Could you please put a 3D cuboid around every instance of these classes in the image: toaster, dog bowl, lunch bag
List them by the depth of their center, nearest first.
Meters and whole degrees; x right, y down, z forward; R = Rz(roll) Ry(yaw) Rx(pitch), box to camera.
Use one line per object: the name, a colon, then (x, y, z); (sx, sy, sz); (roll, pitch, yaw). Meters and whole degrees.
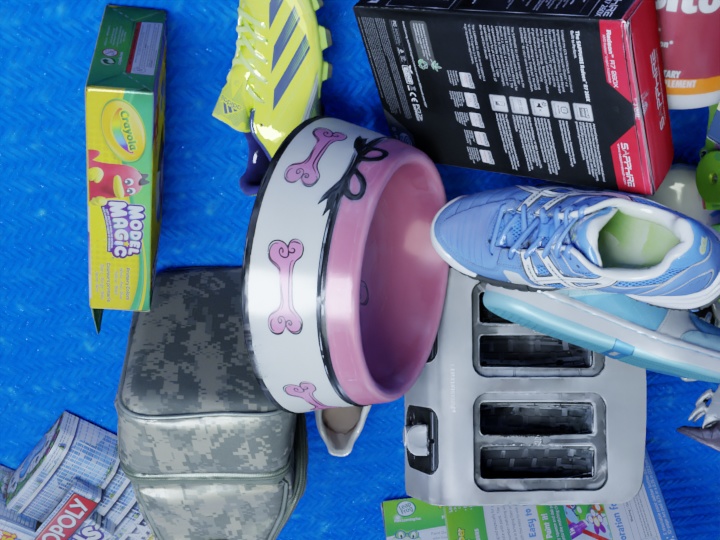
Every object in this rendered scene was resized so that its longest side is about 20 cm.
dog bowl: (0.000, 0.000, 0.733); (0.073, 0.201, 0.202); (6, 132, 24)
lunch bag: (-0.110, 0.113, 0.849); (0.137, 0.201, 0.170); (1, 122, -6)
toaster: (0.129, 0.091, 0.852); (0.196, 0.119, 0.184); (1, 86, -4)

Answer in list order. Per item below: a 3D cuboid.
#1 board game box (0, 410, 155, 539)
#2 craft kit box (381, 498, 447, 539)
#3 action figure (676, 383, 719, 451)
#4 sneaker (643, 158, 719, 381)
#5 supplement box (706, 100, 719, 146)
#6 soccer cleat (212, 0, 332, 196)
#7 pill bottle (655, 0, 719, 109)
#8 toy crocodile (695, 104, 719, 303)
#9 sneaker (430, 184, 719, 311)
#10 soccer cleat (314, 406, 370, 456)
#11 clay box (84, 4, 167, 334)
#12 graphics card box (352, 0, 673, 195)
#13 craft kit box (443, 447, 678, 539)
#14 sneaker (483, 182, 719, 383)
board game box: (-0.283, 0.229, 1.010); (0.198, 0.062, 0.200); (30, 120, -25)
craft kit box: (0.124, 0.289, 0.990); (0.196, 0.199, 0.049); (-6, 132, 2)
action figure: (0.331, 0.053, 0.876); (0.129, 0.069, 0.203); (19, 93, -47)
sneaker: (0.263, 0.003, 0.868); (0.071, 0.073, 0.202); (-12, 126, 8)
supplement box: (0.350, -0.151, 0.661); (0.198, 0.134, 0.202); (-19, 136, -34)
soccer cleat: (-0.063, -0.133, 0.740); (0.082, 0.065, 0.202); (-17, 131, -12)
pill bottle: (0.200, -0.212, 0.672); (0.111, 0.114, 0.202); (-3, 127, -1)
toy crocodile: (0.280, -0.030, 0.800); (0.067, 0.062, 0.204); (-8, 89, -27)
sneaker: (0.134, -0.025, 0.695); (0.197, 0.077, 0.077); (5, 168, 27)
soccer cleat: (-0.012, 0.063, 0.891); (0.068, 0.078, 0.202); (-2, 127, -3)
clay box: (-0.161, -0.065, 0.759); (0.047, 0.116, 0.202); (3, 128, -7)
graphics card box: (0.098, -0.123, 0.706); (0.198, 0.051, 0.127); (12, 138, 36)
craft kit box: (0.173, 0.234, 0.959); (0.194, 0.202, 0.049); (-8, 130, 3)
sneaker: (0.197, -0.003, 0.768); (0.197, 0.080, 0.133); (19, 83, -3)
